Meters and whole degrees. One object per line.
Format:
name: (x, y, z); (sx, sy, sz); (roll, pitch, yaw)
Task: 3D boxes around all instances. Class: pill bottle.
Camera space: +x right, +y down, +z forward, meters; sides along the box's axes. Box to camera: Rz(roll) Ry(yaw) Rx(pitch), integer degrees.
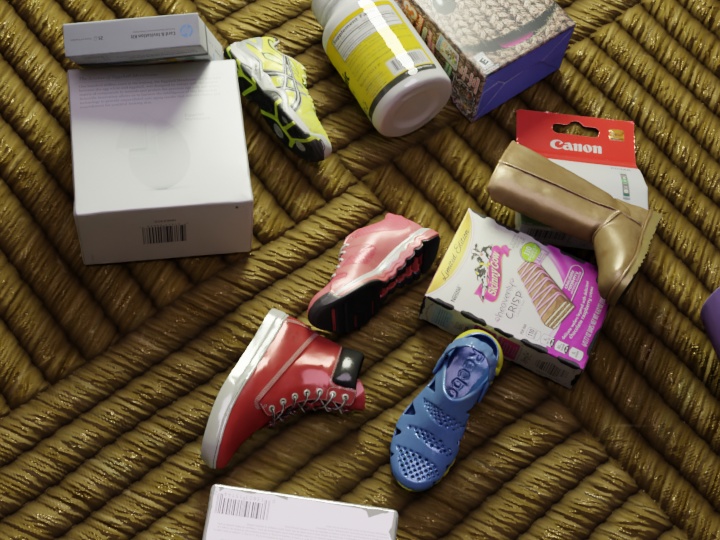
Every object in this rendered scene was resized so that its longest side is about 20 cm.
pill bottle: (0.020, -0.276, 1.648); (0.111, 0.112, 0.201); (-23, 66, -18)

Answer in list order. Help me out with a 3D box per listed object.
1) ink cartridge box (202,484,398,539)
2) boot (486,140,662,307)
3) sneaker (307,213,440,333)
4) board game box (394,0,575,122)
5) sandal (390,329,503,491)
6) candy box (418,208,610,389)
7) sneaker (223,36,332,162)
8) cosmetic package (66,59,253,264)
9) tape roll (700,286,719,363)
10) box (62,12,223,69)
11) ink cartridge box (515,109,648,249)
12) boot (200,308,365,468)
ink cartridge box: (-0.069, 0.321, 1.346); (0.198, 0.045, 0.177); (9, 60, -1)
boot: (0.235, -0.055, 1.516); (0.199, 0.066, 0.175); (27, 38, 8)
sneaker: (0.000, 0.000, 1.526); (0.087, 0.074, 0.200); (37, 54, 27)
board game box: (0.148, -0.322, 1.696); (0.159, 0.097, 0.200); (-33, 69, -22)
sandal: (0.092, 0.145, 1.428); (0.079, 0.087, 0.201); (25, 76, 6)
candy box: (0.185, 0.031, 1.525); (0.199, 0.061, 0.137); (24, 61, 7)
sneaker: (-0.090, -0.220, 1.627); (0.076, 0.076, 0.200); (-30, 70, -20)
cosmetic package: (-0.234, -0.127, 1.531); (0.198, 0.123, 0.201); (-4, 63, -9)
tape roll: (0.490, 0.051, 1.469); (0.199, 0.200, 0.085); (-11, 63, -12)
box: (-0.251, -0.260, 1.550); (0.155, 0.200, 0.042); (-4, 90, 1)
ink cartridge box: (0.273, -0.122, 1.629); (0.160, 0.050, 0.201); (6, 63, -3)
boot: (-0.076, 0.149, 1.428); (0.144, 0.073, 0.201); (26, 58, 7)
